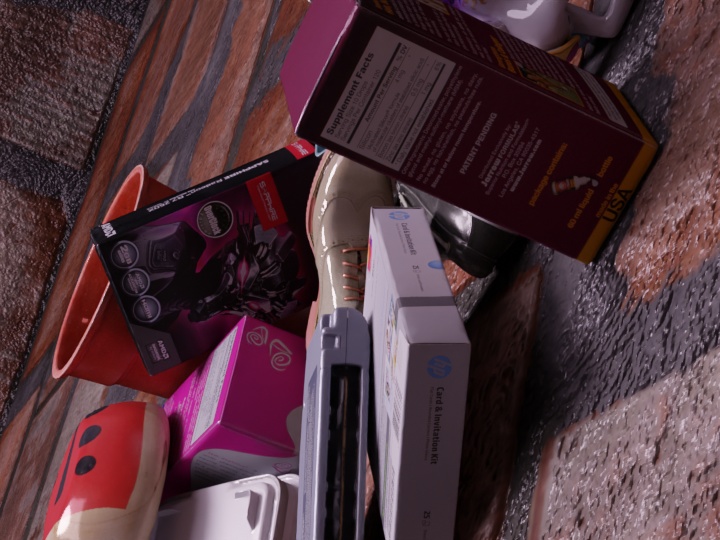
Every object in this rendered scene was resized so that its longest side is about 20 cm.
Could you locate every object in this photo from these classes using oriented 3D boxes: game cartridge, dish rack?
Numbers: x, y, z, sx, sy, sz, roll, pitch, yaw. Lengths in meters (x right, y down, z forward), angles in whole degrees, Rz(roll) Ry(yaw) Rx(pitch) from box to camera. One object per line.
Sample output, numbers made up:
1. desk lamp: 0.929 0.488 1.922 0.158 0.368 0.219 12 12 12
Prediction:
1. game cartridge: -0.020 0.138 1.109 0.133 0.041 0.202 101 171 -74
2. dish rack: -0.121 0.251 1.259 0.171 0.043 0.202 -19 50 40

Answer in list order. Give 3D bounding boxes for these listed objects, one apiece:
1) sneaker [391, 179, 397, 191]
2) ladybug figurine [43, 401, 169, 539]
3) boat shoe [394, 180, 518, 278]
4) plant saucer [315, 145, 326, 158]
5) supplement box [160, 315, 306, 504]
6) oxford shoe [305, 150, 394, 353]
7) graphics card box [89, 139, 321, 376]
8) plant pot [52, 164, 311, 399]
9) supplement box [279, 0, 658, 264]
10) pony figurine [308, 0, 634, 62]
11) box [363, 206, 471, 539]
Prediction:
1. sneaker: -0.002 -0.103 1.376 0.082 0.075 0.200 -45 15 -7
2. ladybug figurine: -0.207 0.180 1.333 0.136 0.071 0.201 -55 19 32
3. boat shoe: 0.055 -0.043 1.162 0.064 0.070 0.200 -64 18 6
4. plant saucer: 0.047 -0.154 1.292 0.199 0.019 0.070 -32 30 20
5. supplement box: -0.097 0.134 1.357 0.200 0.100 0.104 -43 29 54
6. oxford shoe: 0.000 0.000 1.235 0.074 0.070 0.202 -125 32 -63
7. graphics card box: -0.107 -0.012 1.355 0.051 0.198 0.126 -133 22 -65
8. plant pot: -0.146 0.036 1.479 0.202 0.194 0.202 -57 18 31
9. supplement box: 0.060 -0.096 0.976 0.086 0.198 0.111 -61 18 20
10. pony figurine: 0.082 -0.175 1.080 0.201 0.192 0.166 -63 -16 17
11. box: 0.030 0.070 1.045 0.200 0.041 0.157 -107 18 -65
